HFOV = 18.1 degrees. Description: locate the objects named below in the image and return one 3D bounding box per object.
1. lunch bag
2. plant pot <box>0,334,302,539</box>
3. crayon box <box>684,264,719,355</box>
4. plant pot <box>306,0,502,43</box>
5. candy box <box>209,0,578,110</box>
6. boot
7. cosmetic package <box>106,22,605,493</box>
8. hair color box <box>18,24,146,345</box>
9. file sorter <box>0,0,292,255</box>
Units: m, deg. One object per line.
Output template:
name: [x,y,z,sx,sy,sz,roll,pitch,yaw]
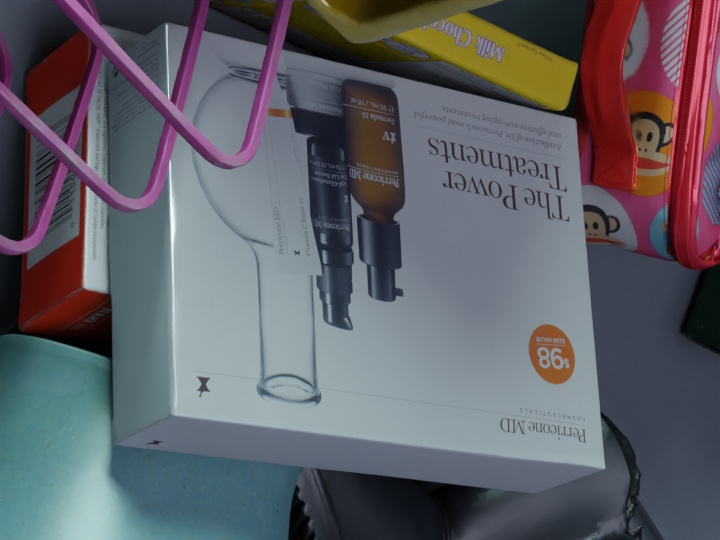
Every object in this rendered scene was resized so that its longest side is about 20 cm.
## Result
lunch bag: [0.148,-0.105,0.986,0.176,0.082,0.201,-15,114,-56]
plant pot: [-0.116,0.134,0.887,0.199,0.200,0.189,28,76,-33]
crayon box: [0.251,-0.042,1.119,0.125,0.052,0.201,15,98,-33]
plant pot: [0.039,-0.229,0.781,0.196,0.194,0.200,47,61,-22]
candy box: [-0.017,-0.109,0.911,0.199,0.102,0.027,21,87,-34]
boot: [0.039,0.097,1.024,0.168,0.076,0.201,-30,119,-20]
cosmetic package: [0.000,0.000,0.874,0.199,0.052,0.152,9,70,-34]
hair color box: [-0.037,-0.020,0.926,0.199,0.064,0.112,11,68,-31]
file sorter: [-0.135,-0.084,0.774,0.125,0.199,0.140,47,39,-37]
